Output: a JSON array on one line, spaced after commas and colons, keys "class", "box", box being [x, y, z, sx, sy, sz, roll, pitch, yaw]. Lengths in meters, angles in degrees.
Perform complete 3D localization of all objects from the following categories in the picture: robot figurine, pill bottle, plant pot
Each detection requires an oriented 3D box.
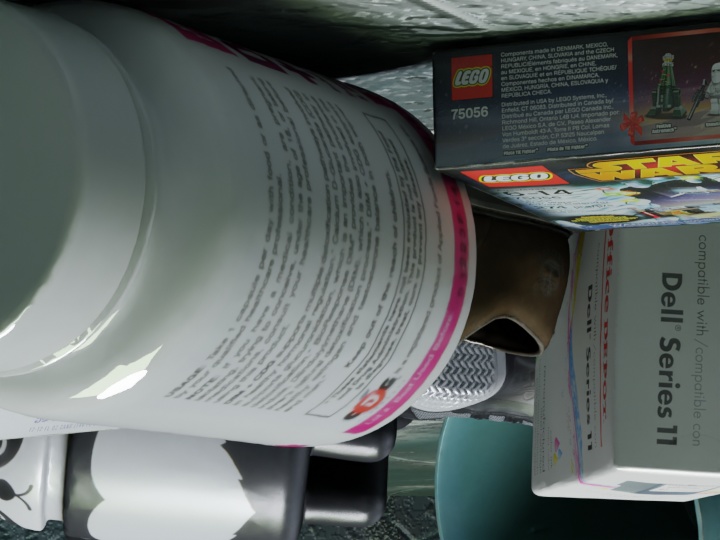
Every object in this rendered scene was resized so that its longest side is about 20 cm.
[{"class": "robot figurine", "box": [-0.084, 0.065, 1.246, 0.200, 0.150, 0.125, 6, -179, -2]}, {"class": "pill bottle", "box": [-0.059, -0.012, 0.770, 0.113, 0.113, 0.200, -5, 171, 28]}, {"class": "plant pot", "box": [0.166, 0.122, 1.523, 0.161, 0.201, 0.201, -9, 179, -41]}]

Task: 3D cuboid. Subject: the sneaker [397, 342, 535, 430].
[{"class": "sneaker", "box": [0.064, 0.046, 1.365, 0.200, 0.076, 0.114, 12, 167, -34]}]

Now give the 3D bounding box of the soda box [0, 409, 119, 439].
[{"class": "soda box", "box": [-0.158, 0.019, 1.000, 0.200, 0.063, 0.068, -4, 133, -31]}]

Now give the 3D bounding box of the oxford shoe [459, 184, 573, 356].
[{"class": "oxford shoe", "box": [0.000, 0.000, 0.980, 0.200, 0.084, 0.073, 7, 171, -36]}]

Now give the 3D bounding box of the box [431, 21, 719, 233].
[{"class": "box", "box": [0.138, -0.044, 0.830, 0.200, 0.040, 0.137, -4, 171, 23]}]

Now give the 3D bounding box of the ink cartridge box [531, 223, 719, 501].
[{"class": "ink cartridge box", "box": [0.115, 0.023, 1.030, 0.067, 0.117, 0.200, 4, 171, -7]}]
